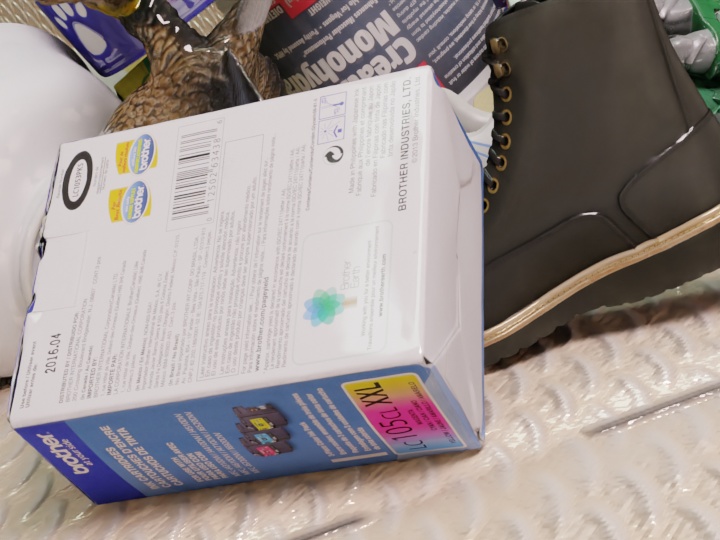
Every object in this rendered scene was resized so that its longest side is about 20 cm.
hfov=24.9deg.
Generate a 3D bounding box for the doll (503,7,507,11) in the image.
[{"bbox_3d":[0.105,-0.137,1.138,0.049,0.136,0.200,-53,0,-34],"label":"doll"}]

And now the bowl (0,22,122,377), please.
[{"bbox_3d":[-0.175,-0.024,0.882,0.090,0.203,0.200,20,30,31],"label":"bowl"}]

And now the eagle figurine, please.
[{"bbox_3d":[-0.081,-0.057,0.800,0.151,0.202,0.150,-31,9,-36],"label":"eagle figurine"}]

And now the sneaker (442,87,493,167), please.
[{"bbox_3d":[0.108,-0.055,0.812,0.198,0.088,0.075,7,18,25],"label":"sneaker"}]

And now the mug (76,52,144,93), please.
[{"bbox_3d":[-0.147,-0.099,1.189,0.149,0.188,0.153,22,0,-33],"label":"mug"}]

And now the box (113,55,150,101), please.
[{"bbox_3d":[-0.090,-0.068,0.976,0.048,0.118,0.200,-41,0,-8],"label":"box"}]

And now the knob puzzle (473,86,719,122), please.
[{"bbox_3d":[0.153,-0.082,0.919,0.217,0.031,0.221,-15,43,14],"label":"knob puzzle"}]

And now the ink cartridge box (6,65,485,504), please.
[{"bbox_3d":[-0.055,0.009,0.641,0.198,0.077,0.138,-9,54,17],"label":"ink cartridge box"}]

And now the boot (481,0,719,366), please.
[{"bbox_3d":[0.057,-0.042,0.704,0.198,0.139,0.078,-24,14,7],"label":"boot"}]

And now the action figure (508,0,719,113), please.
[{"bbox_3d":[0.185,-0.119,0.835,0.198,0.055,0.119,-3,51,-27],"label":"action figure"}]

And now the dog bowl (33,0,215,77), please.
[{"bbox_3d":[-0.095,-0.201,0.915,0.199,0.079,0.200,-37,15,12],"label":"dog bowl"}]

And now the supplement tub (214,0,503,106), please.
[{"bbox_3d":[0.016,-0.145,1.027,0.140,0.200,0.141,-37,16,12],"label":"supplement tub"}]

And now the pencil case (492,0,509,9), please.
[{"bbox_3d":[0.176,-0.167,0.909,0.198,0.088,0.087,-24,11,5],"label":"pencil case"}]
